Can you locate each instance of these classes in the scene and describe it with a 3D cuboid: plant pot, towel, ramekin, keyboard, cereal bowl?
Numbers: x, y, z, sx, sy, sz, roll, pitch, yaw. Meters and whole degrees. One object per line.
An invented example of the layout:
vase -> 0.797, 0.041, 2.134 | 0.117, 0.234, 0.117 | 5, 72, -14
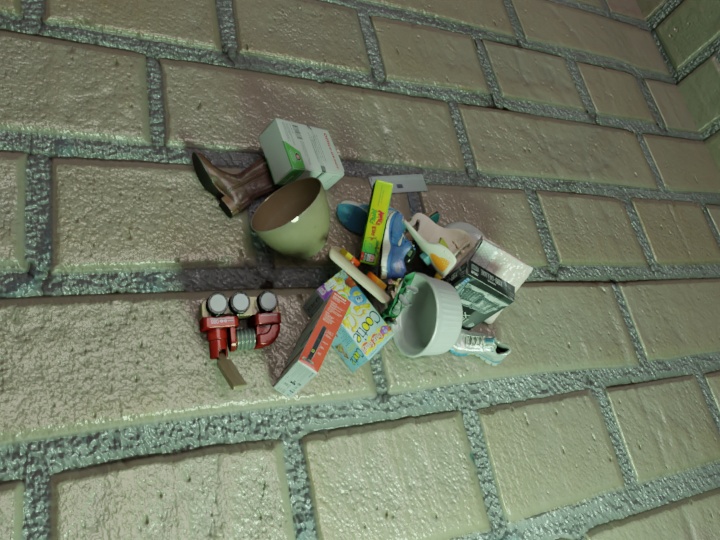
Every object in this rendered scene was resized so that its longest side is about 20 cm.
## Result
plant pot -> -0.150, -0.110, 1.341 | 0.136, 0.196, 0.203 | 58, 48, -33
towel -> 0.345, 0.030, 1.500 | 0.187, 0.203, 0.033 | 27, 22, -19
ramekin -> 0.166, 0.113, 1.370 | 0.095, 0.200, 0.207 | 7, 62, -30
keyboard -> 0.114, -0.257, 1.637 | 0.194, 0.011, 0.058 | -9, 75, -30
cereal bowl -> 0.306, -0.055, 1.590 | 0.194, 0.083, 0.206 | 12, 60, -21

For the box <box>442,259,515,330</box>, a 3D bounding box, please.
box -> 0.280, 0.071, 1.436 | 0.155, 0.200, 0.051 | 28, 50, -17

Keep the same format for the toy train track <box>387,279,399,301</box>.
toy train track -> 0.081, -0.021, 1.433 | 0.031, 0.115, 0.207 | 10, 67, -15

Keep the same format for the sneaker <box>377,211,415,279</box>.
sneaker -> 0.094, -0.059, 1.378 | 0.086, 0.079, 0.205 | 10, 56, -3

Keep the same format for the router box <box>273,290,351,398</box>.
router box -> -0.107, 0.165, 1.200 | 0.048, 0.200, 0.182 | 31, 56, -6

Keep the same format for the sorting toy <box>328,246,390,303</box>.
sorting toy -> 0.000, 0.000, 1.358 | 0.184, 0.200, 0.037 | 41, 94, -4

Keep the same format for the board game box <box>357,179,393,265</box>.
board game box -> 0.037, -0.119, 1.404 | 0.046, 0.102, 0.207 | 11, 91, -4

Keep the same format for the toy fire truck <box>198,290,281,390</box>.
toy fire truck -> -0.254, 0.152, 1.191 | 0.171, 0.128, 0.207 | -1, 78, -27

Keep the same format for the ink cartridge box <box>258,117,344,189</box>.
ink cartridge box -> -0.151, -0.299, 1.440 | 0.197, 0.083, 0.150 | -2, 66, -51

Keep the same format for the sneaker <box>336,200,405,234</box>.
sneaker -> 0.027, -0.147, 1.506 | 0.194, 0.078, 0.082 | 16, 34, -13

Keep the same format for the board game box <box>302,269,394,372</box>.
board game box -> -0.029, 0.120, 1.320 | 0.102, 0.105, 0.202 | -35, 85, -35

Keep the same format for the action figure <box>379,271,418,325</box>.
action figure -> 0.085, 0.094, 1.334 | 0.054, 0.201, 0.119 | 38, 64, 6

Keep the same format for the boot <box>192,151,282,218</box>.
boot -> -0.301, -0.254, 1.389 | 0.199, 0.064, 0.189 | -39, 100, -32

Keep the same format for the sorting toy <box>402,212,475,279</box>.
sorting toy -> 0.192, -0.080, 1.465 | 0.180, 0.107, 0.199 | 46, 30, 8

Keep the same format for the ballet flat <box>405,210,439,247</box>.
ballet flat -> 0.155, -0.116, 1.557 | 0.066, 0.069, 0.200 | 25, 50, 21

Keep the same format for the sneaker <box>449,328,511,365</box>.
sneaker -> 0.318, 0.192, 1.472 | 0.194, 0.087, 0.077 | 16, 61, -18
